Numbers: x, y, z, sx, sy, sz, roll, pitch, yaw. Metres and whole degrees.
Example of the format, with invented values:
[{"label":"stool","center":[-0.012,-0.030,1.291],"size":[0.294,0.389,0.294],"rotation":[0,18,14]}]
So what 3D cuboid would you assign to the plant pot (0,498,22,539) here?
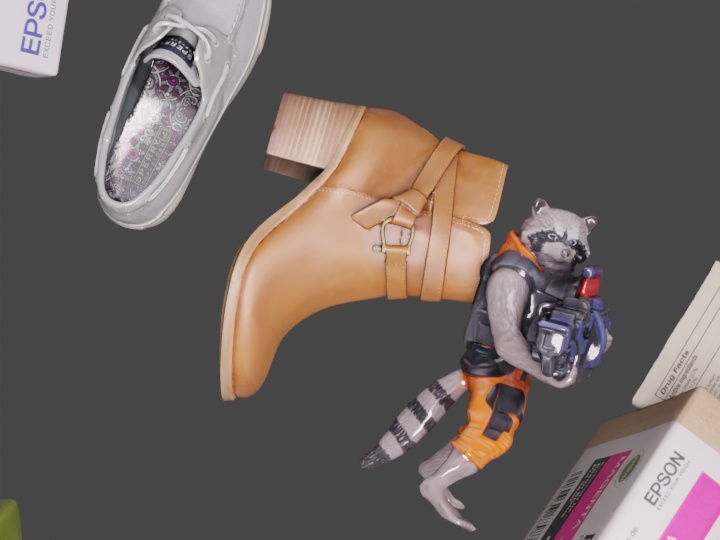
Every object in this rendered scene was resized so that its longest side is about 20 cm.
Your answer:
[{"label":"plant pot","center":[-0.292,0.250,0.962],"size":[0.196,0.200,0.184],"rotation":[-10,94,0]}]

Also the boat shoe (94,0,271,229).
[{"label":"boat shoe","center":[-0.109,-0.122,1.036],"size":[0.069,0.072,0.203],"rotation":[22,86,2]}]

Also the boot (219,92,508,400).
[{"label":"boot","center":[0.000,0.000,1.031],"size":[0.153,0.074,0.202],"rotation":[17,90,-3]}]

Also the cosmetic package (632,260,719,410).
[{"label":"cosmetic package","center":[0.273,0.091,0.983],"size":[0.199,0.073,0.104],"rotation":[32,87,28]}]

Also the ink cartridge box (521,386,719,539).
[{"label":"ink cartridge box","center":[0.137,0.172,0.936],"size":[0.075,0.165,0.201],"rotation":[38,73,-1]}]

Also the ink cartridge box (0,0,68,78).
[{"label":"ink cartridge box","center":[-0.262,-0.233,1.007],"size":[0.198,0.043,0.199],"rotation":[10,87,-37]}]

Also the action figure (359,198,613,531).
[{"label":"action figure","center":[0.080,0.049,0.972],"size":[0.104,0.200,0.195],"rotation":[25,89,14]}]
